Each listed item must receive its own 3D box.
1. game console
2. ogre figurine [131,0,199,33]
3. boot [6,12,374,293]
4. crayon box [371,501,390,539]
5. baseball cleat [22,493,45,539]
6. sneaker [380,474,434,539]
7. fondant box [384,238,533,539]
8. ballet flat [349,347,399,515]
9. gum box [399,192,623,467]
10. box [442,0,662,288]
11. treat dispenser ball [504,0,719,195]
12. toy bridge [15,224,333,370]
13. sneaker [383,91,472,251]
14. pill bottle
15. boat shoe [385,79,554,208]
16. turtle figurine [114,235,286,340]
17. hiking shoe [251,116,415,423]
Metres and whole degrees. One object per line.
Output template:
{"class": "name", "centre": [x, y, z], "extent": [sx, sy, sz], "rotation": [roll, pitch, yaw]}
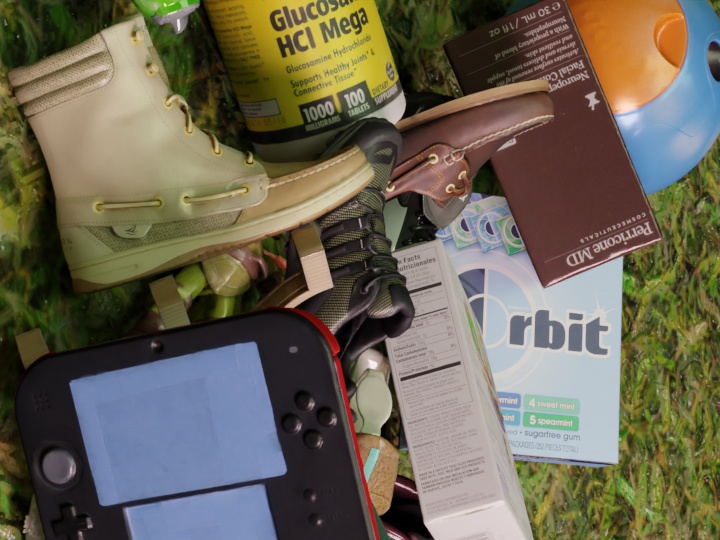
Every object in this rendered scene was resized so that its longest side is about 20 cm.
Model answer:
{"class": "game console", "centre": [-0.091, 0.119, 1.019], "extent": [0.031, 0.199, 0.178], "rotation": [-10, 88, -70]}
{"class": "ogre figurine", "centre": [-0.145, -0.229, 1.128], "extent": [0.200, 0.098, 0.120], "rotation": [32, 76, -36]}
{"class": "boot", "centre": [-0.103, -0.087, 1.124], "extent": [0.199, 0.073, 0.156], "rotation": [-19, 93, -7]}
{"class": "crayon box", "centre": [-0.066, 0.165, 1.129], "extent": [0.058, 0.172, 0.201], "rotation": [-45, 121, -41]}
{"class": "baseball cleat", "centre": [-0.151, 0.204, 1.118], "extent": [0.106, 0.069, 0.201], "rotation": [-15, 100, -68]}
{"class": "sneaker", "centre": [0.020, 0.199, 1.284], "extent": [0.200, 0.115, 0.076], "rotation": [46, 52, -38]}
{"class": "fondant box", "centre": [0.065, 0.100, 1.265], "extent": [0.144, 0.058, 0.201], "rotation": [61, 15, -60]}
{"class": "ballet flat", "centre": [-0.004, 0.093, 1.223], "extent": [0.200, 0.067, 0.073], "rotation": [-100, -149, -70]}
{"class": "gum box", "centre": [0.119, 0.045, 1.425], "extent": [0.169, 0.045, 0.201], "rotation": [6, 79, -18]}
{"class": "box", "centre": [0.143, -0.098, 1.374], "extent": [0.075, 0.100, 0.201], "rotation": [-47, 114, -82]}
{"class": "treat dispenser ball", "centre": [0.203, -0.157, 1.498], "extent": [0.200, 0.200, 0.202], "rotation": [9, 79, -51]}
{"class": "toy bridge", "centre": [-0.111, 0.036, 1.113], "extent": [0.067, 0.199, 0.027], "rotation": [75, -9, -45]}
{"class": "sneaker", "centre": [0.039, -0.047, 1.359], "extent": [0.066, 0.090, 0.201], "rotation": [29, 63, -46]}
{"class": "pill bottle", "centre": [-0.049, -0.183, 1.243], "extent": [0.112, 0.112, 0.201], "rotation": [-39, 116, -47]}
{"class": "boat shoe", "centre": [0.046, -0.077, 1.297], "extent": [0.070, 0.199, 0.071], "rotation": [23, 49, -76]}
{"class": "turtle figurine", "centre": [-0.090, 0.005, 1.207], "extent": [0.200, 0.064, 0.162], "rotation": [46, 52, -39]}
{"class": "hiking shoe", "centre": [0.000, 0.000, 1.188], "extent": [0.201, 0.100, 0.076], "rotation": [-69, 155, -8]}
